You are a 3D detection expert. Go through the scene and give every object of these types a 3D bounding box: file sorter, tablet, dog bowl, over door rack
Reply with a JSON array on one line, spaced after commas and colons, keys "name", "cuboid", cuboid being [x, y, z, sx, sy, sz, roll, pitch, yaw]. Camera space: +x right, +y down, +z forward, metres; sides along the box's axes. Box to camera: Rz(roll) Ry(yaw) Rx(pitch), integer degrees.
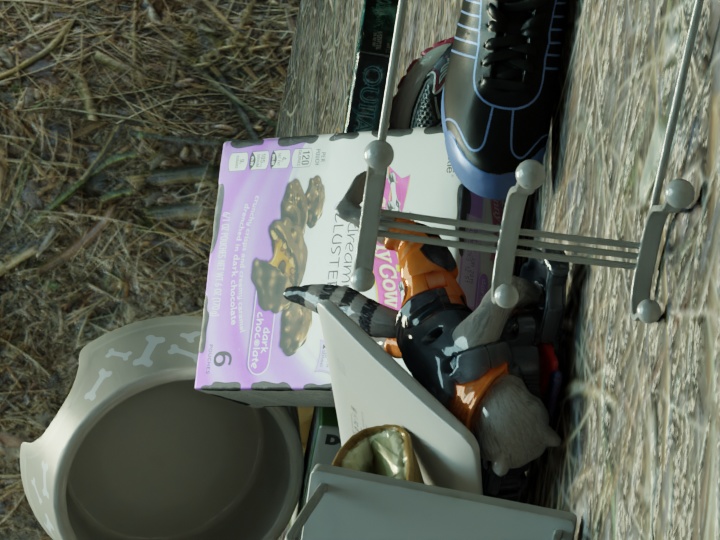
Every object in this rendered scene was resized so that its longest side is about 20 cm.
[{"name": "file sorter", "cuboid": [0.020, 0.220, 1.231, 0.125, 0.138, 0.201, -49, -32, -75]}, {"name": "tablet", "cuboid": [0.026, 0.108, 1.408, 0.130, 0.014, 0.200, 43, 160, 27]}, {"name": "dog bowl", "cuboid": [-0.129, 0.133, 1.678, 0.059, 0.199, 0.201, -127, 42, -59]}, {"name": "over door rack", "cuboid": [0.077, -0.076, 1.096, 0.067, 0.147, 0.201, -94, 12, -72]}]

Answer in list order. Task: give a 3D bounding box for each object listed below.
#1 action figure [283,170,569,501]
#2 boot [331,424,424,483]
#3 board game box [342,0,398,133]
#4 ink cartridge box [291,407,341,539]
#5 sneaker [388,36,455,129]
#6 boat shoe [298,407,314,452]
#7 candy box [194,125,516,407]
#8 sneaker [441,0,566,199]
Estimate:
[{"name": "action figure", "cuboid": [0.045, 0.063, 1.391, 0.193, 0.104, 0.201, 42, 136, 48]}, {"name": "boot", "cuboid": [0.022, 0.215, 1.351, 0.176, 0.066, 0.201, -89, -14, -52]}, {"name": "board game box", "cuboid": [-0.002, -0.077, 1.713, 0.135, 0.028, 0.201, -85, 4, -67]}, {"name": "ink cartridge box", "cuboid": [0.016, 0.126, 1.682, 0.059, 0.103, 0.201, -90, 10, -51]}, {"name": "sneaker", "cuboid": [0.063, -0.061, 1.660, 0.075, 0.080, 0.201, 36, 124, 50]}, {"name": "boat shoe", "cuboid": [-0.045, 0.079, 1.771, 0.200, 0.065, 0.072, 71, -144, -54]}, {"name": "candy box", "cuboid": [0.000, 0.000, 1.569, 0.071, 0.199, 0.169, 21, -108, -52]}, {"name": "sneaker", "cuboid": [0.088, -0.145, 1.475, 0.078, 0.070, 0.201, 94, -178, -66]}]
